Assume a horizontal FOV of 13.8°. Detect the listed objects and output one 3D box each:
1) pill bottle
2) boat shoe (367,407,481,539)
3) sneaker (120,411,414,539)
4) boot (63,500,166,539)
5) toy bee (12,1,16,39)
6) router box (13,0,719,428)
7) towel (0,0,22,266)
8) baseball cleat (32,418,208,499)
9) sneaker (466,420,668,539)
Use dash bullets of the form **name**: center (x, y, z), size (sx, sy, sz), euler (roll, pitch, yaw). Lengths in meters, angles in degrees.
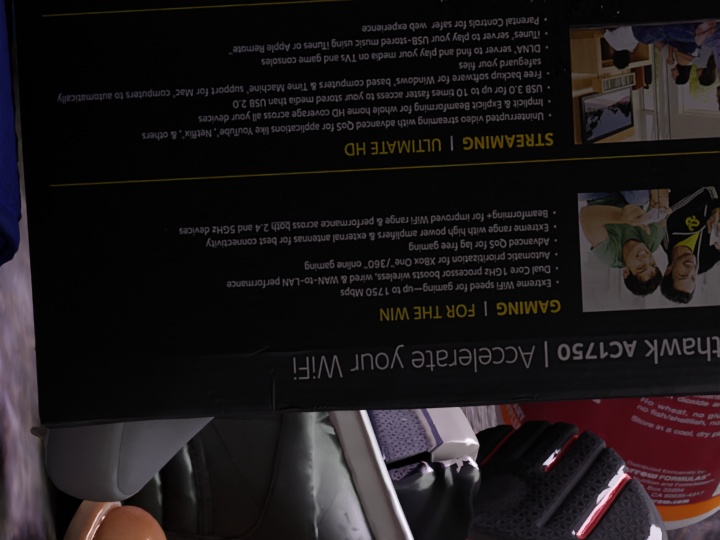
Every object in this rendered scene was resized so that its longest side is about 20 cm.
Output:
- **pill bottle**: center (0.129, 0.001, 1.150), size (0.201, 0.112, 0.113), euler (110, -13, -46)
- **boat shoe**: center (-0.039, 0.030, 1.075), size (0.200, 0.092, 0.075), euler (50, -48, 46)
- **sneaker**: center (-0.030, 0.099, 0.933), size (0.071, 0.099, 0.201), euler (-169, -123, -86)
- **boot**: center (-0.014, 0.157, 0.845), size (0.074, 0.154, 0.201), euler (59, 26, -71)
- **toy bee**: center (-0.045, -0.084, 0.899), size (0.132, 0.108, 0.200), euler (-69, 167, 14)
- **router box**: center (0.013, -0.039, 0.763), size (0.051, 0.199, 0.150), euler (-31, 119, -88)
- **towel**: center (-0.118, -0.111, 0.713), size (0.148, 0.049, 0.201), euler (82, 4, -73)
- **baseball cleat**: center (-0.009, -0.007, 0.824), size (0.201, 0.106, 0.070), euler (-60, 162, 7)
- **sneaker**: center (0.038, 0.107, 1.122), size (0.074, 0.199, 0.087), euler (-39, 123, -40)
